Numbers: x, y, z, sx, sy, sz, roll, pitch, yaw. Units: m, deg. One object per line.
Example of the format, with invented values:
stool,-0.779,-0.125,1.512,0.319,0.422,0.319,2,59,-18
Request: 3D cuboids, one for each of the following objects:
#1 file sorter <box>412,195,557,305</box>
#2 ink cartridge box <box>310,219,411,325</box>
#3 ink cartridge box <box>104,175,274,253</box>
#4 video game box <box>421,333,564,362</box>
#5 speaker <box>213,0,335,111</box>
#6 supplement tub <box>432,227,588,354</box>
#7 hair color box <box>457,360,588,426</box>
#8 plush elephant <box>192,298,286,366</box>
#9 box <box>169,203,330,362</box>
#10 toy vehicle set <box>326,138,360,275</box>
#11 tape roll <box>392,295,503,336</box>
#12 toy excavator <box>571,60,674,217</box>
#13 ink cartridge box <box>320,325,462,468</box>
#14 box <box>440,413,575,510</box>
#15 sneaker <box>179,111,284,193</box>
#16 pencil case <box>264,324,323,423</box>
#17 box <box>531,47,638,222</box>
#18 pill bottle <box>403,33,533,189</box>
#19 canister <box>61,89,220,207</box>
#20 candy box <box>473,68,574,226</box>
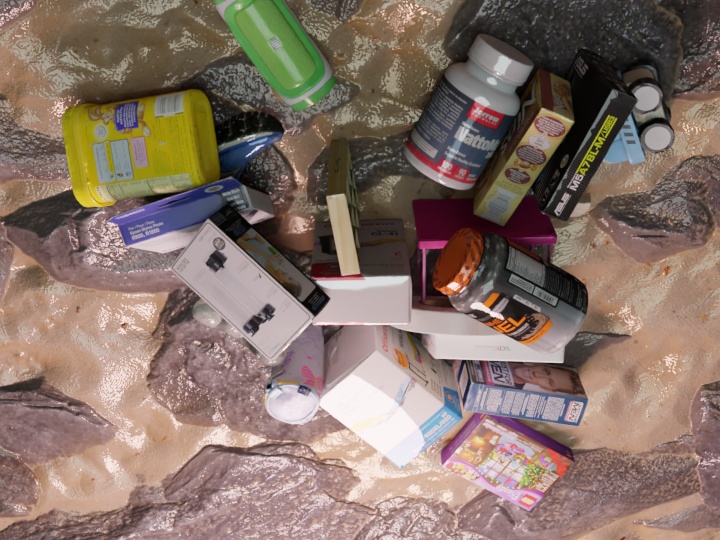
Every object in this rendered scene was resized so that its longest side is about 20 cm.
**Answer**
file sorter,0.184,-0.027,1.485,0.200,0.139,0.126,-2,120,0
ink cartridge box,0.000,0.000,1.460,0.147,0.200,0.086,-2,118,0
ink cartridge box,-0.243,-0.076,1.423,0.199,0.200,0.041,-17,84,9
video game box,0.205,0.112,1.537,0.200,0.182,0.047,2,90,-2
speaker,-0.119,-0.323,1.348,0.088,0.088,0.200,-31,115,15
supplement tub,0.210,0.026,1.366,0.200,0.123,0.123,27,115,-18
hair color box,0.270,0.198,1.630,0.200,0.100,0.061,9,117,-6
plush elephant,-0.163,0.032,1.508,0.165,0.200,0.155,36,90,-18
box,-0.155,0.019,1.360,0.200,0.060,0.117,42,123,-1
toy vehicle set,-0.023,-0.096,1.408,0.026,0.200,0.124,-8,119,5
tape roll,0.142,0.069,1.503,0.203,0.203,0.037,3,96,-3
toy excavator,0.361,-0.190,1.436,0.200,0.100,0.195,-15,117,22
ink cartridge box,0.043,0.187,1.592,0.200,0.147,0.145,40,111,-21
box,0.263,0.337,1.740,0.200,0.039,0.137,29,115,-16
sneaker,-0.194,-0.165,1.446,0.200,0.079,0.089,-24,124,21
pencil case,-0.105,0.152,1.541,0.091,0.200,0.083,25,120,-14
box,0.300,-0.193,1.361,0.047,0.200,0.193,19,117,-10
pill bottle,0.157,-0.228,1.385,0.120,0.120,0.200,23,116,-13
canister,-0.310,-0.174,1.383,0.200,0.087,0.149,-6,97,18
candy box,0.231,-0.175,1.395,0.055,0.115,0.200,22,129,-11
